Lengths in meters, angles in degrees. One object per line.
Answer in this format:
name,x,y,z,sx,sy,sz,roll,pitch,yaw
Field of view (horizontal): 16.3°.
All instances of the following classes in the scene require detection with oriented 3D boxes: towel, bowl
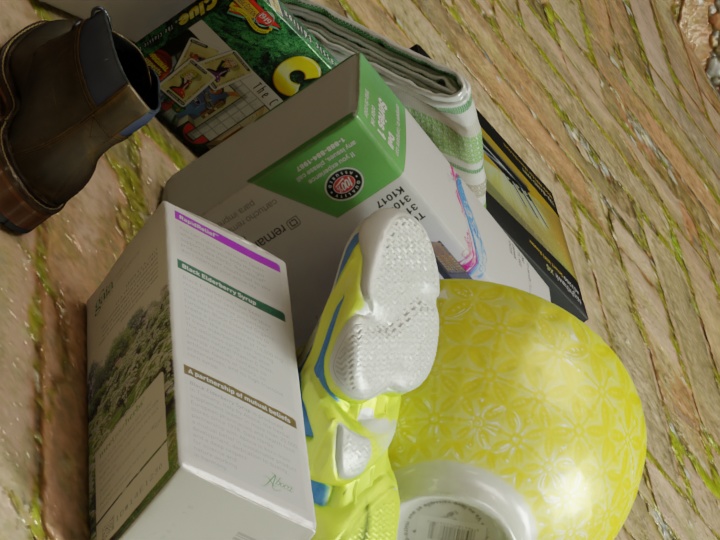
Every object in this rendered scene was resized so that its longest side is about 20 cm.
towel,0.012,-0.094,1.618,0.148,0.031,0.200,28,-19,18
bowl,0.051,0.117,1.330,0.200,0.199,0.108,50,27,-21

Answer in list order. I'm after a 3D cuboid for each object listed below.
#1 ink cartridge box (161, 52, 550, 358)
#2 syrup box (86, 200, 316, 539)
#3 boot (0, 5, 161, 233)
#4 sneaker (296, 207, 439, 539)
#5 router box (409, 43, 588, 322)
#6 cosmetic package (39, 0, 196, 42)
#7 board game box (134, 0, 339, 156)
ink cartridge box,0.000,0.000,1.456,0.200,0.144,0.084,50,20,-24
syrup box,-0.080,0.066,1.216,0.081,0.079,0.201,27,30,-24
boot,-0.140,-0.097,1.323,0.075,0.097,0.200,50,20,-23
sneaker,-0.026,0.064,1.268,0.075,0.104,0.202,16,84,-51
router box,0.090,-0.056,1.937,0.200,0.052,0.158,44,22,-36
cosmetic package,-0.134,-0.205,1.539,0.200,0.085,0.108,18,42,-63
board game box,-0.049,-0.091,1.546,0.200,0.104,0.024,43,21,-36
